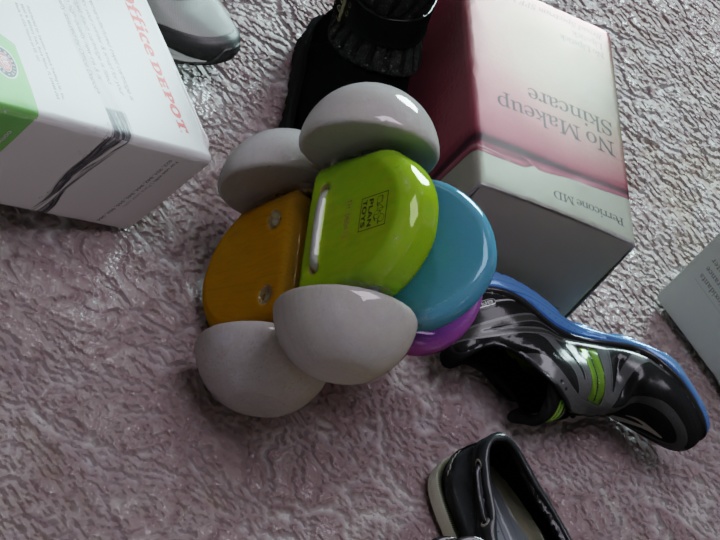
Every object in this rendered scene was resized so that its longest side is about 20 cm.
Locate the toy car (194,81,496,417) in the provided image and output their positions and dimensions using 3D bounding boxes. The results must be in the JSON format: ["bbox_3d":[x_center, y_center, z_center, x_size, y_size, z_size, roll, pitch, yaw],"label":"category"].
[{"bbox_3d":[0.000,0.000,1.582,0.149,0.200,0.176,22,62,-30],"label":"toy car"}]

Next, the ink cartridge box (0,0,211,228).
[{"bbox_3d":[-0.200,-0.116,1.571,0.200,0.084,0.146,13,46,-52],"label":"ink cartridge box"}]

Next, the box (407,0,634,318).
[{"bbox_3d":[0.097,-0.080,1.790,0.127,0.109,0.201,20,45,-24],"label":"box"}]

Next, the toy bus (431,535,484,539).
[{"bbox_3d":[0.088,0.196,1.522,0.199,0.065,0.079,10,82,-12],"label":"toy bus"}]

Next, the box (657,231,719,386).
[{"bbox_3d":[0.352,0.038,1.870,0.200,0.131,0.199,-19,68,-46],"label":"box"}]

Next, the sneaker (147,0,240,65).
[{"bbox_3d":[-0.147,-0.216,1.742,0.200,0.079,0.074,51,39,8],"label":"sneaker"}]

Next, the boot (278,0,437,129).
[{"bbox_3d":[0.014,-0.137,1.736,0.079,0.158,0.212,19,45,-24],"label":"boot"}]

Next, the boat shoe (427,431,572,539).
[{"bbox_3d":[0.109,0.186,1.598,0.074,0.066,0.200,2,55,-39],"label":"boat shoe"}]

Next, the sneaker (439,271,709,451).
[{"bbox_3d":[0.133,0.073,1.725,0.199,0.071,0.083,26,57,-16],"label":"sneaker"}]
